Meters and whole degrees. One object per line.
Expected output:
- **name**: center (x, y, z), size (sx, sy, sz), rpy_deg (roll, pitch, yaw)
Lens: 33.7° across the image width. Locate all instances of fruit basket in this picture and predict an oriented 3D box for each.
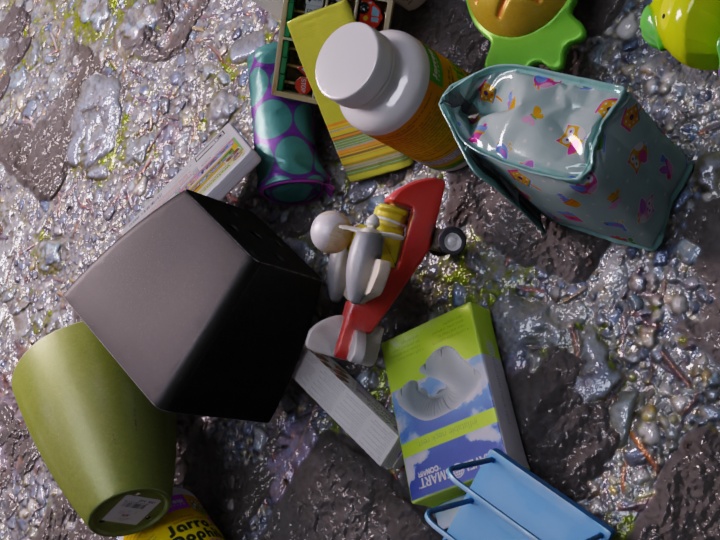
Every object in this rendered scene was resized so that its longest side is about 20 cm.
- **fruit basket**: center (0.345, -0.235, 1.070), size (0.214, 0.155, 0.217), rpy_deg (-4, 78, 21)

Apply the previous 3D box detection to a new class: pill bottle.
- **pill bottle**: center (0.047, -0.185, 1.251), size (0.111, 0.200, 0.112), rpy_deg (-13, 69, 36)
- **pill bottle**: center (-0.211, 0.322, 1.368), size (0.200, 0.104, 0.104), rpy_deg (44, 105, 39)

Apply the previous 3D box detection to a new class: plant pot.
- **plant pot**: center (-0.283, 0.189, 1.340), size (0.187, 0.187, 0.201), rpy_deg (-43, 49, 21)
- **plant pot**: center (-0.163, 0.031, 1.300), size (0.200, 0.199, 0.178), rpy_deg (44, 104, 30)

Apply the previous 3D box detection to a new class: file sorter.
- **file sorter**: center (0.108, 0.287, 1.075), size (0.138, 0.122, 0.201), rpy_deg (32, 104, 28)

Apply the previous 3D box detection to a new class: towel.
- **towel**: center (-0.011, -0.201, 1.344), size (0.086, 0.018, 0.201), rpy_deg (-12, 110, 32)

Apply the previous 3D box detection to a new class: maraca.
- **maraca**: center (0.173, -0.289, 1.241), size (0.137, 0.107, 0.201), rpy_deg (-18, 66, 32)

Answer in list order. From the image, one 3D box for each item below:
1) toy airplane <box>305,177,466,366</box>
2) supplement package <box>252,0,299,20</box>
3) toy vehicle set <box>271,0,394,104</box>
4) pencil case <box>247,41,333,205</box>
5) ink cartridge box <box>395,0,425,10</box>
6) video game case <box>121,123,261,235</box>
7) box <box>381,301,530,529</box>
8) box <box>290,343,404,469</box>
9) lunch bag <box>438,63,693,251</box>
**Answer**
- **toy airplane**: center (0.000, 0.000, 1.241), size (0.200, 0.141, 0.199), rpy_deg (-47, 9, 40)
- **supplement package**: center (-0.094, -0.380, 1.444), size (0.114, 0.109, 0.200), rpy_deg (-53, 27, 13)
- **toy vehicle set**: center (-0.027, -0.287, 1.350), size (0.124, 0.027, 0.201), rpy_deg (11, 112, 4)
- **pencil case**: center (-0.086, -0.180, 1.436), size (0.092, 0.085, 0.201), rpy_deg (-2, 70, -8)
- **ink cartridge box**: center (0.056, -0.432, 1.398), size (0.144, 0.084, 0.201), rpy_deg (-37, 57, 26)
- **video game case**: center (-0.209, -0.087, 1.438), size (0.200, 0.022, 0.182), rpy_deg (-45, 22, 1)
- **box**: center (0.095, 0.148, 1.208), size (0.122, 0.048, 0.201), rpy_deg (-27, 60, 29)
- **box**: center (-0.016, 0.143, 1.307), size (0.200, 0.039, 0.042), rpy_deg (39, 103, 40)
- **lunch bag**: center (0.185, -0.110, 1.133), size (0.199, 0.170, 0.122), rpy_deg (18, 80, 42)
